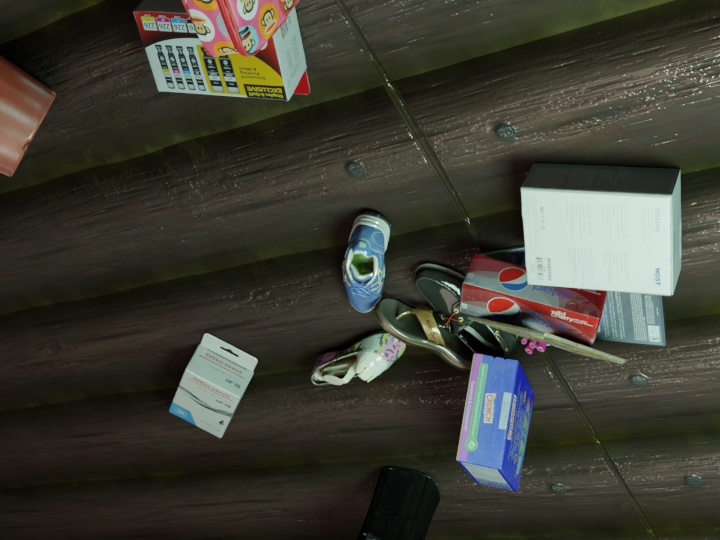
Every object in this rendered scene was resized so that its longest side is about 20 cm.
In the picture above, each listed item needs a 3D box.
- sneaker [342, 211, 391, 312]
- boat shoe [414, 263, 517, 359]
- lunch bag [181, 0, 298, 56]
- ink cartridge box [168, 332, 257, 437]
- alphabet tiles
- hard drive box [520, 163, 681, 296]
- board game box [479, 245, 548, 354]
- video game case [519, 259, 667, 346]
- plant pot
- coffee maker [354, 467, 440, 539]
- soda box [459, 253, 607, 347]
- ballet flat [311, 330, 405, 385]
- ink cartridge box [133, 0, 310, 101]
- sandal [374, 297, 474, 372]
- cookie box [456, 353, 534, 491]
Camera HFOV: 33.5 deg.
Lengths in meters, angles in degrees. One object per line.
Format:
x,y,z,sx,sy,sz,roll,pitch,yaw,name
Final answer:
0.000,0.000,1.845,0.076,0.077,0.200,13,139,11,sneaker
0.160,0.067,1.849,0.201,0.063,0.074,41,139,-15,boat shoe
-0.144,-0.374,1.438,0.082,0.200,0.176,6,136,27,lunch bag
-0.273,0.214,2.208,0.116,0.067,0.200,27,139,-1,ink cartridge box
0.279,0.103,1.734,0.200,0.008,0.167,19,175,-34,alphabet tiles
0.325,-0.056,1.607,0.199,0.077,0.156,6,124,22,hard drive box
0.297,0.041,1.780,0.200,0.026,0.200,-10,128,33,board game box
0.338,0.047,1.732,0.199,0.019,0.143,5,135,24,video game case
-0.578,-0.251,1.798,0.195,0.201,0.201,29,140,-17,plant pot
0.071,0.469,2.201,0.134,0.200,0.192,22,141,1,coffee maker
0.246,0.042,1.712,0.199,0.063,0.070,15,139,12,soda box
-0.007,0.159,2.017,0.200,0.071,0.069,-21,121,39,ballet flat
-0.182,-0.294,1.625,0.199,0.084,0.176,7,136,19,ink cartridge box
0.115,0.094,1.889,0.200,0.082,0.055,31,122,-4,sandal
0.213,0.240,1.867,0.075,0.172,0.200,7,162,17,cookie box
